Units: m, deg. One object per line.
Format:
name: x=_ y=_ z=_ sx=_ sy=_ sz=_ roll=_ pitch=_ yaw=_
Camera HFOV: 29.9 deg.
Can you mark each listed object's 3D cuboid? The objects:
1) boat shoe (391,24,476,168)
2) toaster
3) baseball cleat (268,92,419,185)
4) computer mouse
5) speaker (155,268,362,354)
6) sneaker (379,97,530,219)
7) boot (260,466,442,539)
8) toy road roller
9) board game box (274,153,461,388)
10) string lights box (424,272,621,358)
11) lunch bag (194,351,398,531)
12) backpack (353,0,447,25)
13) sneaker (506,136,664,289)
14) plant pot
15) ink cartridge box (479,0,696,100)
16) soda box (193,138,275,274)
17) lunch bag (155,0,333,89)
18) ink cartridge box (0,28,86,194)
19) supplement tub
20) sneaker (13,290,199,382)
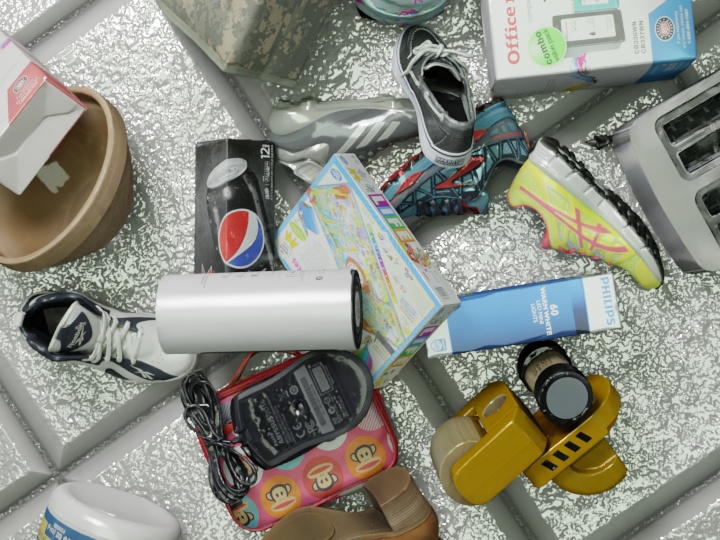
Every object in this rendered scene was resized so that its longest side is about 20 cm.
boat shoe: x=0.077 y=-0.195 z=1.364 sx=0.073 sy=0.069 sz=0.201 roll=3 pitch=46 yaw=-10
toaster: x=0.363 y=-0.106 z=1.377 sx=0.198 sy=0.119 sz=0.182 roll=-29 pitch=88 yaw=3
baseball cleat: x=0.002 y=-0.137 z=1.431 sx=0.197 sy=0.070 sz=0.108 roll=1 pitch=107 yaw=5
computer mouse: x=-0.075 y=0.139 z=1.365 sx=0.198 sy=0.053 sz=0.140 roll=-23 pitch=84 yaw=12
speaker: x=-0.100 y=0.040 z=1.329 sx=0.197 sy=0.081 sz=0.082 roll=-2 pitch=91 yaw=7
sneaker: x=0.094 y=-0.089 z=1.411 sx=0.199 sy=0.079 sz=0.096 roll=-38 pitch=91 yaw=3
boot: x=-0.007 y=0.304 z=1.398 sx=0.199 sy=0.077 sz=0.156 roll=-31 pitch=125 yaw=-11
toy road roller: x=0.183 y=0.183 z=1.391 sx=0.199 sy=0.123 sz=0.146 roll=-40 pitch=102 yaw=4
board game box: x=0.000 y=0.000 z=1.376 sx=0.135 sy=0.034 sz=0.201 roll=-49 pitch=64 yaw=31
string lights box: x=0.162 y=0.045 z=1.396 sx=0.197 sy=0.103 sz=0.060 roll=-9 pitch=89 yaw=4
lunch bag: x=-0.070 y=0.163 z=1.426 sx=0.198 sy=0.082 sz=0.178 roll=-24 pitch=86 yaw=1
backpack: x=0.036 y=-0.356 z=1.385 sx=0.164 sy=0.127 sz=0.203 roll=-4 pitch=88 yaw=3
sneaker: x=0.234 y=-0.044 z=1.408 sx=0.200 sy=0.078 sz=0.090 roll=43 pitch=109 yaw=-6
plant pot: x=-0.302 y=-0.082 z=1.405 sx=0.199 sy=0.092 sz=0.203 roll=-18 pitch=57 yaw=30
ink cartridge box: x=0.223 y=-0.264 z=1.367 sx=0.197 sy=0.146 sz=0.149 roll=-6 pitch=90 yaw=3
soda box: x=-0.133 y=-0.035 z=1.417 sx=0.063 sy=0.070 sz=0.203 roll=-1 pitch=92 yaw=-37
lunch bag: x=-0.118 y=-0.306 z=1.375 sx=0.200 sy=0.117 sz=0.165 roll=45 pitch=117 yaw=39
ink cartridge box: x=-0.382 y=-0.182 z=1.412 sx=0.117 sy=0.067 sz=0.200 roll=-50 pitch=49 yaw=3
supplement tub: x=-0.282 y=0.338 z=1.403 sx=0.143 sy=0.145 sz=0.202 roll=19 pitch=91 yaw=3
sneaker: x=-0.271 y=0.071 z=1.406 sx=0.197 sy=0.130 sz=0.080 roll=23 pitch=93 yaw=2
